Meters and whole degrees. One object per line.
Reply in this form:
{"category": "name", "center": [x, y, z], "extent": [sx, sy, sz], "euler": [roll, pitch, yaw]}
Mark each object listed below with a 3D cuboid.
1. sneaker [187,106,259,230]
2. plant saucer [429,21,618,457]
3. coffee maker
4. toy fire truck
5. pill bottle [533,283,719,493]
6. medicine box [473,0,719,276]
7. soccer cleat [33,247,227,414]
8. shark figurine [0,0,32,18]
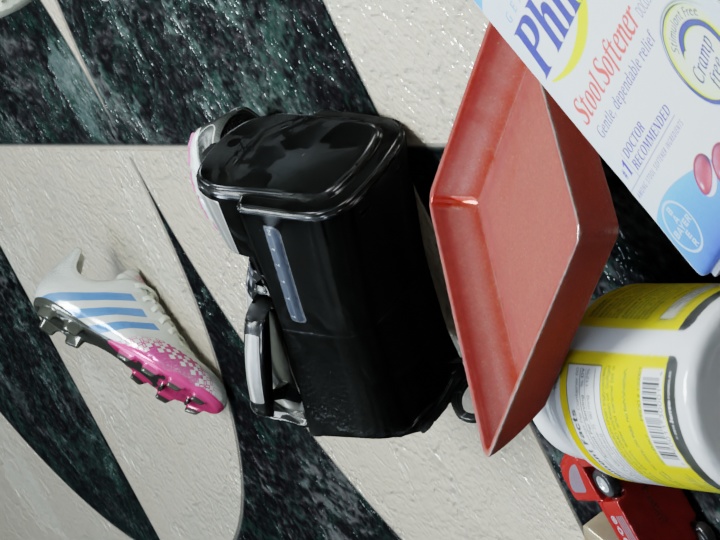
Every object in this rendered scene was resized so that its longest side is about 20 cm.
{"category": "sneaker", "center": [-0.043, -0.033, 1.887], "extent": [0.086, 0.080, 0.201], "euler": [-1, 128, 52]}
{"category": "plant saucer", "center": [0.093, -0.031, 1.482], "extent": [0.200, 0.036, 0.201], "euler": [108, 158, -47]}
{"category": "coffee maker", "center": [0.000, 0.000, 1.763], "extent": [0.135, 0.191, 0.201], "euler": [-82, -17, -52]}
{"category": "toy fire truck", "center": [0.185, 0.190, 1.715], "extent": [0.201, 0.049, 0.141], "euler": [59, 159, -6]}
{"category": "pill bottle", "center": [0.178, 0.064, 1.464], "extent": [0.115, 0.114, 0.200], "euler": [62, 159, -12]}
{"category": "medicine box", "center": [0.161, -0.131, 1.248], "extent": [0.200, 0.103, 0.182], "euler": [51, 158, 14]}
{"category": "soccer cleat", "center": [-0.193, 0.050, 2.323], "extent": [0.199, 0.087, 0.070], "euler": [30, 160, 4]}
{"category": "shark figurine", "center": [-0.239, -0.252, 1.951], "extent": [0.127, 0.216, 0.090], "euler": [26, -163, 1]}
